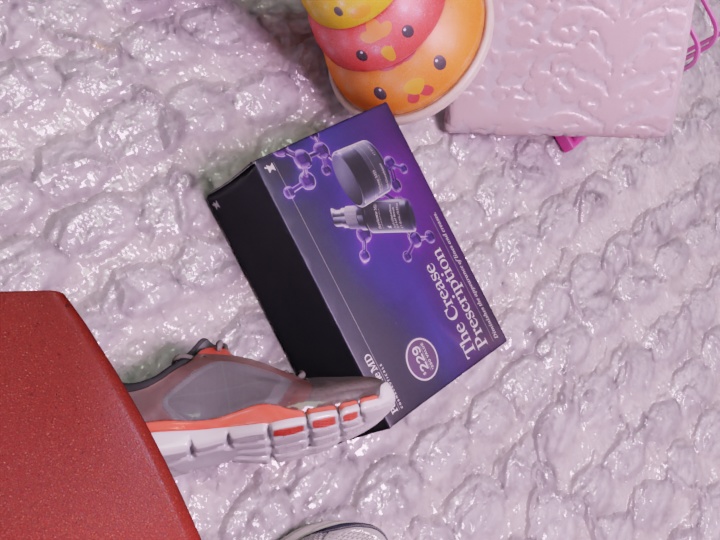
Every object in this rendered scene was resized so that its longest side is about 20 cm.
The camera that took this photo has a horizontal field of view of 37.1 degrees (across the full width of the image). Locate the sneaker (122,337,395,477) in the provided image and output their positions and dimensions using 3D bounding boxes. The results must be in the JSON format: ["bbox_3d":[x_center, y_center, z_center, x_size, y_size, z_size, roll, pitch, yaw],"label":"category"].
[{"bbox_3d":[-0.075,0.075,0.674,0.197,0.077,0.083,-6,64,-17],"label":"sneaker"}]

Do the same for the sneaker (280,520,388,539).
[{"bbox_3d":[-0.044,0.214,0.665,0.198,0.085,0.078,-21,87,-40],"label":"sneaker"}]

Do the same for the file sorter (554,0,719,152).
[{"bbox_3d":[0.249,-0.235,1.018,0.199,0.125,0.140,-39,98,-39],"label":"file sorter"}]

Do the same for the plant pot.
[{"bbox_3d":[-0.208,0.119,0.519,0.197,0.200,0.179,0,62,-36],"label":"plant pot"}]

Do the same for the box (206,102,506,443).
[{"bbox_3d":[0.000,0.000,0.781,0.140,0.079,0.202,-30,93,-37],"label":"box"}]

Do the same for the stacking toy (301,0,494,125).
[{"bbox_3d":[-0.002,-0.207,0.769,0.199,0.144,0.149,32,53,-55],"label":"stacking toy"}]

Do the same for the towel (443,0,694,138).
[{"bbox_3d":[0.172,-0.202,0.882,0.196,0.194,0.032,1,29,-1],"label":"towel"}]
